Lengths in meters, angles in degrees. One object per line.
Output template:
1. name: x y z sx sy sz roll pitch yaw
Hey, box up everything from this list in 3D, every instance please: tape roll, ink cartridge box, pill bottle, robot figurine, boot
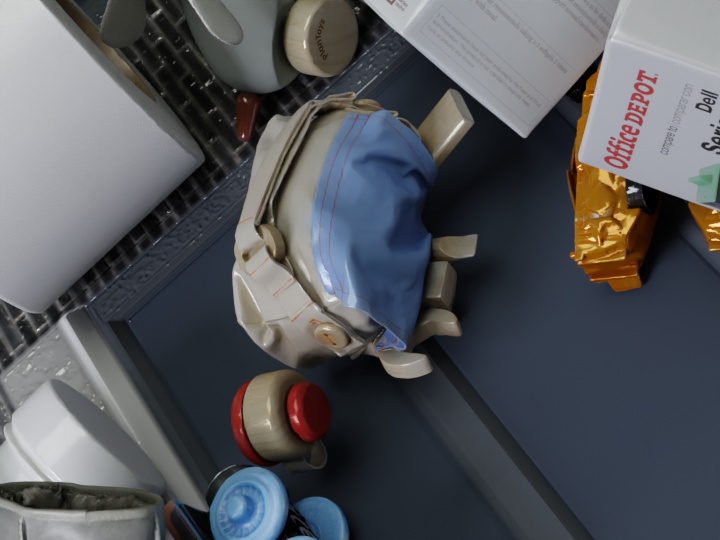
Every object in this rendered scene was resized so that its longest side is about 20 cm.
1. tape roll: -0.209 -0.094 1.046 0.139 0.203 0.203 -43 51 4
2. ink cartridge box: 0.205 -0.075 0.780 0.199 0.145 0.084 21 74 8
3. pill bottle: -0.205 0.161 0.955 0.200 0.114 0.114 -46 51 0
4. robot figurine: 0.167 -0.092 0.916 0.144 0.058 0.201 -6 62 27
5. boot: -0.168 0.206 0.873 0.181 0.073 0.201 -5 105 17

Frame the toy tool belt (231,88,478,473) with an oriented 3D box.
1. toy tool belt: 0.000 0.000 0.921 0.122 0.125 0.201 -14 55 31

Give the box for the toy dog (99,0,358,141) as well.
1. toy dog: -0.097 -0.143 1.031 0.132 0.199 0.097 1 73 58

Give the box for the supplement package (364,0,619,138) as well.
1. supplement package: 0.093 -0.195 0.909 0.200 0.117 0.117 -48 43 8

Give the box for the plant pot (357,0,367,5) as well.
1. plant pot: 0.039 -0.252 1.020 0.187 0.187 0.201 28 94 38

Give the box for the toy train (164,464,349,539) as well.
1. toy train: -0.037 0.186 0.865 0.114 0.087 0.200 -48 51 6
